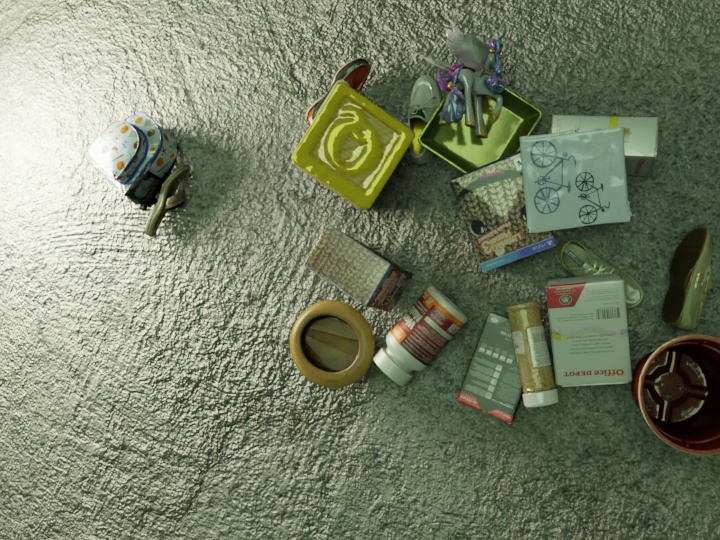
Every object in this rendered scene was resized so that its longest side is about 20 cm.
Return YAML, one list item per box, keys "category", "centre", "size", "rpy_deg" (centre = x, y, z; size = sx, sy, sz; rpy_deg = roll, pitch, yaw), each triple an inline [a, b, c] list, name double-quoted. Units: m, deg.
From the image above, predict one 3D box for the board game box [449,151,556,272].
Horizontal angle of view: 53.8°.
- category: "board game box"
  centre: [0.291, -0.123, 1.460]
  size: [0.158, 0.097, 0.202]
  rpy_deg: [-21, 96, 13]

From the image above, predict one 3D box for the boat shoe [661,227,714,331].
- category: "boat shoe"
  centre: [0.650, 0.017, 1.384]
  size: [0.064, 0.072, 0.202]
  rpy_deg: [19, 83, -18]

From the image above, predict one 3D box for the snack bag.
- category: "snack bag"
  centre: [0.413, -0.177, 1.362]
  size: [0.198, 0.021, 0.191]
  rpy_deg: [-6, 100, 14]

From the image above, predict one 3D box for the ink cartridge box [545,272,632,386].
- category: "ink cartridge box"
  centre: [0.448, 0.116, 1.395]
  size: [0.144, 0.083, 0.202]
  rpy_deg: [-5, 98, 16]

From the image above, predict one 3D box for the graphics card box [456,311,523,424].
- category: "graphics card box"
  centre: [0.292, 0.200, 1.474]
  size: [0.124, 0.051, 0.202]
  rpy_deg: [20, 90, 18]

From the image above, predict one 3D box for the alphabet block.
- category: "alphabet block"
  centre: [-0.020, -0.259, 1.518]
  size: [0.195, 0.200, 0.196]
  rpy_deg: [31, 94, -6]

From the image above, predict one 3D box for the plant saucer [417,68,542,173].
- category: "plant saucer"
  centre: [0.256, -0.305, 1.528]
  size: [0.199, 0.048, 0.201]
  rpy_deg: [33, 92, 3]

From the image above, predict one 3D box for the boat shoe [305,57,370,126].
- category: "boat shoe"
  centre: [-0.046, -0.401, 1.632]
  size: [0.200, 0.071, 0.063]
  rpy_deg: [-44, 41, 13]

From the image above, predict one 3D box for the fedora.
- category: "fedora"
  centre: [-0.056, 0.163, 1.567]
  size: [0.198, 0.082, 0.203]
  rpy_deg: [-2, 82, 17]

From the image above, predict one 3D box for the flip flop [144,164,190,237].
- category: "flip flop"
  centre: [-0.465, -0.167, 1.741]
  size: [0.057, 0.081, 0.201]
  rpy_deg: [28, 93, 1]

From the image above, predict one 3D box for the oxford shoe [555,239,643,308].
- category: "oxford shoe"
  centre: [0.480, 0.007, 1.437]
  size: [0.200, 0.058, 0.075]
  rpy_deg: [39, 93, 16]

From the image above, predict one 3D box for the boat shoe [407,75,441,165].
- category: "boat shoe"
  centre: [0.133, -0.342, 1.569]
  size: [0.074, 0.086, 0.204]
  rpy_deg: [6, 86, 17]

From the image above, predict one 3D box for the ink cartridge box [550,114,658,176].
- category: "ink cartridge box"
  centre: [0.483, -0.249, 1.421]
  size: [0.198, 0.145, 0.084]
  rpy_deg: [6, 84, 17]

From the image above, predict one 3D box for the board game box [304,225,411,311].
- category: "board game box"
  centre: [0.000, 0.000, 1.501]
  size: [0.159, 0.200, 0.097]
  rpy_deg: [33, 93, 17]

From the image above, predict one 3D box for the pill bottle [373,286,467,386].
- category: "pill bottle"
  centre: [0.124, 0.141, 1.501]
  size: [0.109, 0.109, 0.200]
  rpy_deg: [43, 96, 17]

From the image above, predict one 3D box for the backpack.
- category: "backpack"
  centre: [-0.556, -0.288, 1.748]
  size: [0.200, 0.154, 0.191]
  rpy_deg: [40, 85, 20]

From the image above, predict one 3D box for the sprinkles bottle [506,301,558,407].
- category: "sprinkles bottle"
  centre: [0.340, 0.166, 1.404]
  size: [0.068, 0.068, 0.202]
  rpy_deg: [-11, 81, 15]

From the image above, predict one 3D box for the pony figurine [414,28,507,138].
- category: "pony figurine"
  centre: [0.217, -0.391, 1.447]
  size: [0.166, 0.191, 0.202]
  rpy_deg: [4, 85, 61]

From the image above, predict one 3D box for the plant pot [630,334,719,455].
- category: "plant pot"
  centre: [0.589, 0.218, 1.297]
  size: [0.198, 0.195, 0.203]
  rpy_deg: [-1, 85, 9]
